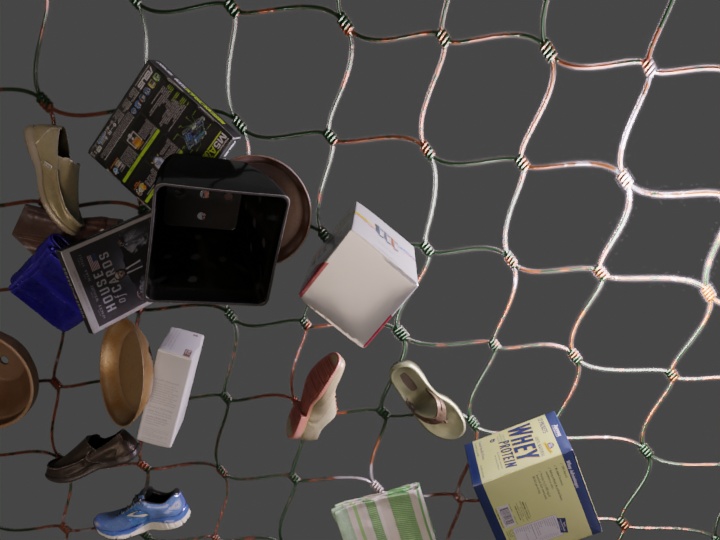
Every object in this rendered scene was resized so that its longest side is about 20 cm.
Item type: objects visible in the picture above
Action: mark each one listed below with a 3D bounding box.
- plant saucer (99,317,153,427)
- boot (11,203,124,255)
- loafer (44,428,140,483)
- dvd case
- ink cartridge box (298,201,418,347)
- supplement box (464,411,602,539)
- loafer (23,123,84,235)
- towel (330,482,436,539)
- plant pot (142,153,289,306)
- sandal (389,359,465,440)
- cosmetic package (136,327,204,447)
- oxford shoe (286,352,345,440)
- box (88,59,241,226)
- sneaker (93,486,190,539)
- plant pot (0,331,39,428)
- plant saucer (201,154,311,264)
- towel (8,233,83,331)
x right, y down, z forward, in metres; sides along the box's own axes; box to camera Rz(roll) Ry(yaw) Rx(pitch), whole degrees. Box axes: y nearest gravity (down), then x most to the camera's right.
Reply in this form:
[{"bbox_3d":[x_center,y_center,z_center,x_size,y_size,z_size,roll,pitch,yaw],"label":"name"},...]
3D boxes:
[{"bbox_3d":[-0.432,0.187,1.249,0.035,0.200,0.204,2,116,-43],"label":"plant saucer"},{"bbox_3d":[-0.527,-0.020,1.221,0.195,0.064,0.191,6,107,1],"label":"boot"},{"bbox_3d":[-0.545,0.366,1.355,0.196,0.073,0.073,-18,103,-1],"label":"loafer"},{"bbox_3d":[-0.409,-0.003,1.168,0.024,0.199,0.153,4,117,42],"label":"dvd case"},{"bbox_3d":[0.000,0.000,1.143,0.144,0.200,0.146,37,106,-9],"label":"ink cartridge box"},{"bbox_3d":[0.336,0.425,1.318,0.196,0.135,0.203,-22,108,9],"label":"supplement box"},{"bbox_3d":[-0.511,-0.161,1.144,0.067,0.076,0.204,-20,90,-2],"label":"loafer"},{"bbox_3d":[0.050,0.537,1.422,0.196,0.023,0.155,-17,109,7],"label":"towel"},{"bbox_3d":[-0.242,-0.080,1.069,0.196,0.178,0.203,3,123,-23],"label":"plant pot"},{"bbox_3d":[0.126,0.263,1.306,0.080,0.058,0.201,-41,104,14],"label":"sandal"},{"bbox_3d":[-0.363,0.223,1.280,0.072,0.102,0.204,15,108,-6],"label":"cosmetic package"},{"bbox_3d":[-0.074,0.248,1.310,0.073,0.071,0.202,20,113,-28],"label":"oxford shoe"},{"bbox_3d":[-0.335,-0.215,1.141,0.192,0.048,0.201,40,106,-4],"label":"box"},{"bbox_3d":[-0.459,0.495,1.398,0.195,0.079,0.091,-12,102,-4],"label":"sneaker"},{"bbox_3d":[-0.700,0.190,1.280,0.196,0.093,0.205,1,110,2],"label":"plant pot"},{"bbox_3d":[-0.184,-0.107,1.196,0.195,0.035,0.205,0,108,1],"label":"plant saucer"},{"bbox_3d":[-0.541,0.032,1.199,0.198,0.050,0.148,-28,111,39],"label":"towel"}]
